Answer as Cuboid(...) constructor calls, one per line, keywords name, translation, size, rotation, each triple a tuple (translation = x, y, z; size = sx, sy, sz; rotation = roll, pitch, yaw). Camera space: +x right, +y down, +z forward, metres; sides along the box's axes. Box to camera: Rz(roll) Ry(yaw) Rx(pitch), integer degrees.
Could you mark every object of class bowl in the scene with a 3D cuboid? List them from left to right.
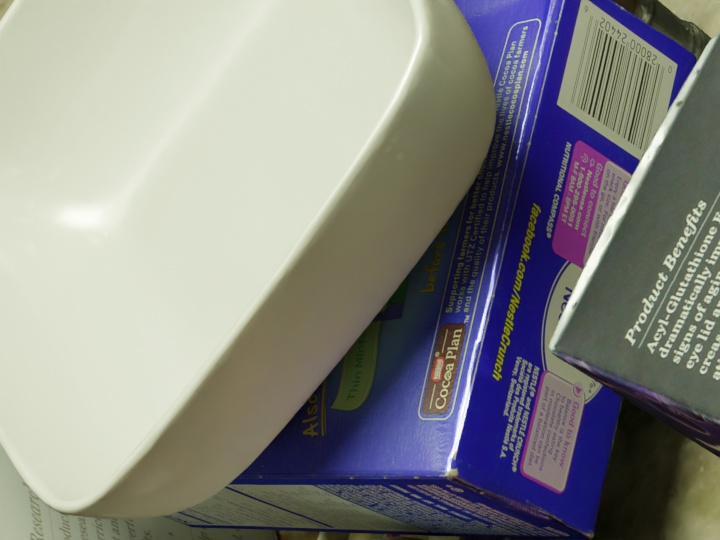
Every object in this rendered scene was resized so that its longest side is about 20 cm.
Cuboid(name="bowl", translation=(-0.045, -0.035, 0.754), size=(0.200, 0.075, 0.200), rotation=(-53, 42, 16))

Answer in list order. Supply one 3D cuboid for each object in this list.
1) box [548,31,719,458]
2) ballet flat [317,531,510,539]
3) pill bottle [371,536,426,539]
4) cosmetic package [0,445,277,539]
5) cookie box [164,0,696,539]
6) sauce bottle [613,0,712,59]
Cuboid(name="box", translation=(0.172, 0.028, 0.608), size=(0.105, 0.148, 0.200), rotation=(-61, 30, -4))
Cuboid(name="ballet flat", translation=(0.028, 0.075, 0.833), size=(0.064, 0.076, 0.200), rotation=(28, 86, 21))
Cuboid(name="pill bottle", translation=(0.055, 0.148, 0.704), size=(0.200, 0.109, 0.110), rotation=(20, 80, 58))
Cuboid(name="cosmetic package", translation=(-0.145, 0.153, 0.894), size=(0.167, 0.200, 0.167), rotation=(-47, 33, 20))
Cuboid(name="cookie box", translation=(0.000, 0.000, 0.808), size=(0.200, 0.075, 0.172), rotation=(-4, 65, 46))
Cuboid(name="sauce bottle", translation=(0.049, -0.118, 0.852), size=(0.065, 0.200, 0.065), rotation=(-36, 34, 29))
